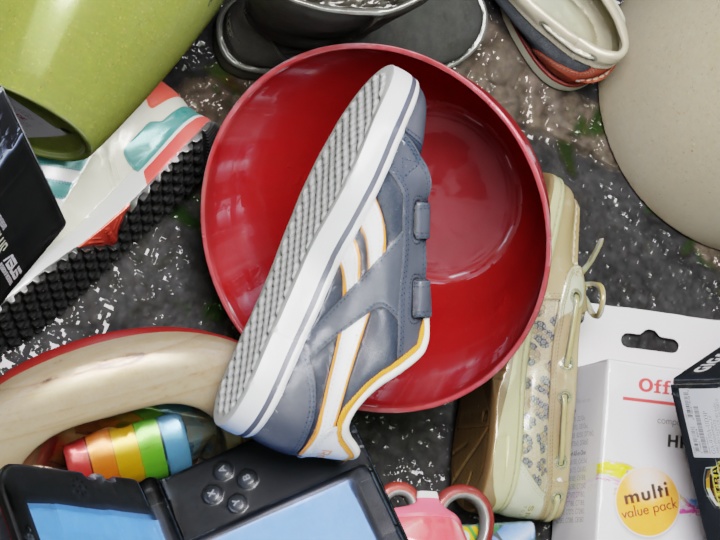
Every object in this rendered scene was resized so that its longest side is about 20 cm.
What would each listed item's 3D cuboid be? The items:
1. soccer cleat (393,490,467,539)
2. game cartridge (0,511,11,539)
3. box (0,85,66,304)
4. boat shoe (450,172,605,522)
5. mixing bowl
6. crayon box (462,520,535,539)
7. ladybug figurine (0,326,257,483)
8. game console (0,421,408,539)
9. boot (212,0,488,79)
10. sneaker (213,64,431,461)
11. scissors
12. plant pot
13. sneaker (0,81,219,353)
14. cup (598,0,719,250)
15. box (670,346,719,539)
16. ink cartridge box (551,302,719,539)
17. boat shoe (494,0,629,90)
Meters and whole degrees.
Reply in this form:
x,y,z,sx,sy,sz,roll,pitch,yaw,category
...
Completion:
x,y,z,sx,sy,sz,roll,pitch,yaw,category
-0.039,0.168,1.006,0.200,0.067,0.077,-11,60,6,soccer cleat
-0.169,0.216,0.982,0.130,0.038,0.200,-38,120,-21,game cartridge
-0.260,-0.074,0.944,0.200,0.164,0.086,33,74,15,box
0.101,0.044,1.111,0.063,0.073,0.200,13,86,-20,boat shoe
0.025,-0.032,1.054,0.200,0.108,0.200,6,106,22,mixing bowl
0.038,0.244,1.069,0.126,0.052,0.200,-1,83,-16,crayon box
-0.128,0.086,1.019,0.200,0.072,0.136,-11,126,-15,ladybug figurine
-0.053,0.161,0.910,0.172,0.119,0.200,-24,63,-4,game console
0.012,-0.151,1.042,0.182,0.200,0.073,-12,82,-18,boot
0.000,0.000,0.965,0.079,0.078,0.200,25,87,-16,sneaker
0.052,0.212,1.046,0.073,0.014,0.200,-8,84,-19,scissors
-0.146,-0.165,1.001,0.187,0.187,0.200,23,73,-11,plant pot
-0.175,-0.039,1.052,0.200,0.070,0.093,-43,76,-15,sneaker
0.261,-0.119,1.138,0.200,0.143,0.200,2,81,-15,cup
0.262,0.101,1.093,0.200,0.046,0.159,-27,106,-45,box
0.178,0.118,1.118,0.115,0.068,0.200,7,79,-17,ink cartridge box
0.089,-0.197,1.144,0.071,0.063,0.200,-36,91,-16,boat shoe
